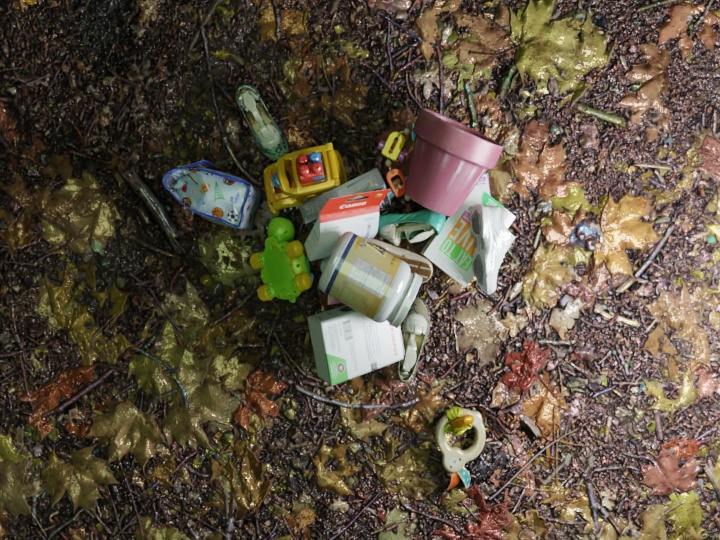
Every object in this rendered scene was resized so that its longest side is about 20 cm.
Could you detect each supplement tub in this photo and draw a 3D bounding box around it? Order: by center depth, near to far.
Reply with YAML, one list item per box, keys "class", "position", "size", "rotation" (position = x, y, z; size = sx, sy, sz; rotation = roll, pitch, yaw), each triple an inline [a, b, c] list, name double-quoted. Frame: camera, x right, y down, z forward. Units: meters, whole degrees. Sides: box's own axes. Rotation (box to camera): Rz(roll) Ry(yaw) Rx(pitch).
- class: "supplement tub"
  position: [0.022, 0.022, 1.343]
  size: [0.197, 0.144, 0.147]
  rotation: [28, 93, 0]

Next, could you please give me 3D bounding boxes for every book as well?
- class: "book"
  position: [0.249, -0.082, 1.443]
  size: [0.132, 0.048, 0.202]
  rotation: [35, 92, -6]

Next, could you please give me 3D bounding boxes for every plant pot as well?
- class: "plant pot"
  position: [0.187, -0.230, 1.365]
  size: [0.196, 0.200, 0.182]
  rotation: [24, 109, 0]

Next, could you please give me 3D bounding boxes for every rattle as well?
- class: "rattle"
  position: [0.242, 0.434, 1.459]
  size: [0.127, 0.142, 0.206]
  rotation: [12, 87, -18]

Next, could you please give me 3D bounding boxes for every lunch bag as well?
- class: "lunch bag"
  position: [-0.338, -0.176, 1.424]
  size: [0.195, 0.170, 0.127]
  rotation: [17, 90, 1]

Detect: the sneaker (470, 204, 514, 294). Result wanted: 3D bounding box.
- class: "sneaker"
  position: [0.304, -0.048, 1.397]
  size: [0.097, 0.078, 0.206]
  rotation: [-6, 103, -15]

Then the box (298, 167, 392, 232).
- class: "box"
  position: [-0.029, -0.141, 1.424]
  size: [0.196, 0.159, 0.049]
  rotation: [-26, 72, 1]

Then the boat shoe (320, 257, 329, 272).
- class: "boat shoe"
  position: [0.000, 0.005, 1.467]
  size: [0.197, 0.086, 0.077]
  rotation: [14, 92, 0]

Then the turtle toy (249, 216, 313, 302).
- class: "turtle toy"
  position: [-0.177, -0.025, 1.461]
  size: [0.143, 0.101, 0.205]
  rotation: [-14, 91, 26]

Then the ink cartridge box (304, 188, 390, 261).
- class: "ink cartridge box"
  position: [-0.025, -0.100, 1.384]
  size: [0.157, 0.200, 0.048]
  rotation: [-13, 69, -28]

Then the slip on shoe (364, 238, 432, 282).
- class: "slip on shoe"
  position: [0.072, -0.027, 1.432]
  size: [0.195, 0.061, 0.078]
  rotation: [13, 109, 0]

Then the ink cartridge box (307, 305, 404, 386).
- class: "ink cartridge box"
  position: [-0.009, 0.156, 1.430]
  size: [0.196, 0.084, 0.150]
  rotation: [-15, 102, -26]

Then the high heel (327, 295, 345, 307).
- class: "high heel"
  position: [-0.030, 0.140, 1.488]
  size: [0.093, 0.067, 0.206]
  rotation: [-1, 83, 2]

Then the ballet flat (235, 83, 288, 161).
- class: "ballet flat"
  position: [-0.237, -0.347, 1.467]
  size: [0.073, 0.074, 0.203]
  rotation: [-32, 92, 2]

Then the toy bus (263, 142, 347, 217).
- class: "toy bus"
  position: [-0.133, -0.210, 1.403]
  size: [0.195, 0.192, 0.140]
  rotation: [-12, 85, 3]

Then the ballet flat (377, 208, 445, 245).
- class: "ballet flat"
  position: [0.101, -0.096, 1.431]
  size: [0.196, 0.068, 0.072]
  rotation: [-9, 50, 29]

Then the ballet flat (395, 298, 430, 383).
- class: "ballet flat"
  position: [0.127, 0.170, 1.477]
  size: [0.066, 0.075, 0.206]
  rotation: [13, 92, 1]

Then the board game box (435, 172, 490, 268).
- class: "board game box"
  position: [0.241, -0.118, 1.480]
  size: [0.149, 0.040, 0.206]
  rotation: [-7, 92, 1]

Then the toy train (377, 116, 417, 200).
- class: "toy train"
  position: [0.121, -0.268, 1.470]
  size: [0.198, 0.056, 0.152]
  rotation: [-37, 96, 0]
